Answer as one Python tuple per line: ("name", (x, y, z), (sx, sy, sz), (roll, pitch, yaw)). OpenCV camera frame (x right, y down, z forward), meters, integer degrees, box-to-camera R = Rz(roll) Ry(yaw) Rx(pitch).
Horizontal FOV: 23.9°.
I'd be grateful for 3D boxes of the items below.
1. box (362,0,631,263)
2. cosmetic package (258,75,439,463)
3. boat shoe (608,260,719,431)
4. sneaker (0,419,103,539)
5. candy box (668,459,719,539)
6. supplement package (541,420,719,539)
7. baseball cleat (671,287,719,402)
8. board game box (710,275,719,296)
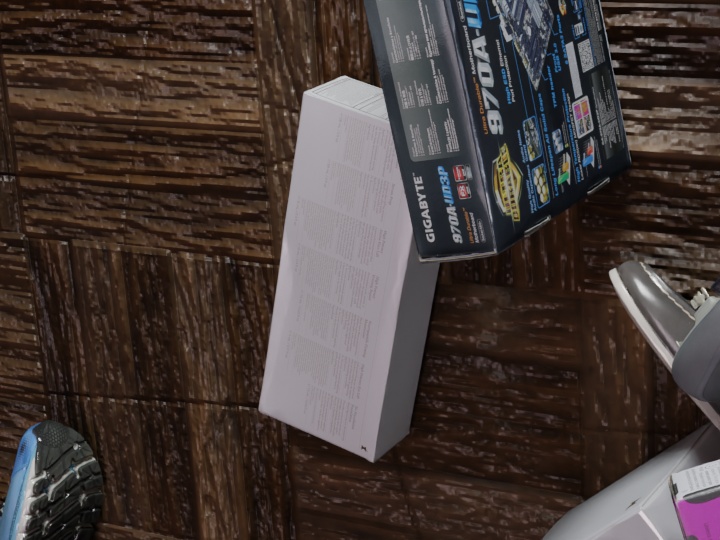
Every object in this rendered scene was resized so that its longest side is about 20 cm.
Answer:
("box", (0.063, -0.122, 0.812), (0.046, 0.159, 0.202), (-5, 105, 34))
("cosmetic package", (0.000, 0.000, 0.960), (0.082, 0.051, 0.202), (23, 118, 26))
("boat shoe", (0.204, 0.066, 0.856), (0.057, 0.067, 0.201), (-38, 89, 10))
("sneaker", (-0.241, 0.183, 1.160), (0.090, 0.078, 0.201), (32, 121, 22))
("candy box", (0.251, 0.131, 0.751), (0.198, 0.061, 0.138), (-17, 94, 9))
("supplement package", (0.183, 0.203, 0.876), (0.121, 0.120, 0.201), (-39, 86, 36))
("baseball cleat", (0.229, 0.023, 0.750), (0.200, 0.069, 0.107), (-40, 57, 29))
("board game box", (0.284, 0.023, 0.802), (0.200, 0.035, 0.136), (42, 123, 13))
